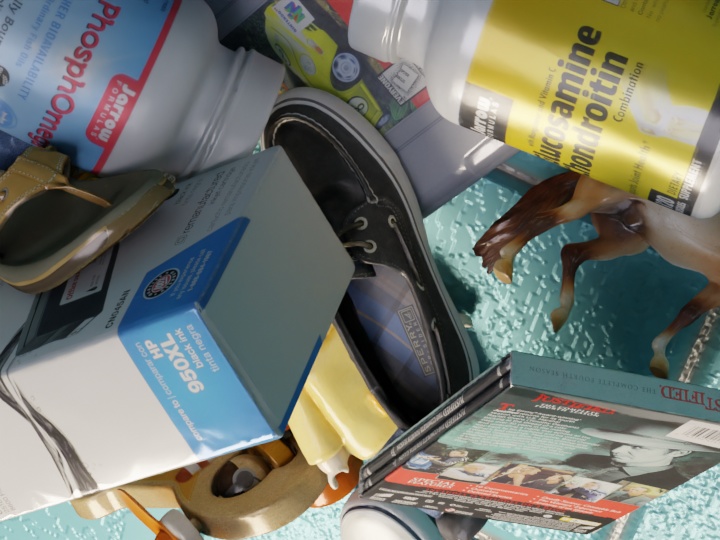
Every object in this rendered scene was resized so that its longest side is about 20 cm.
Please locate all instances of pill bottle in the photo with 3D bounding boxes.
[{"bbox_3d":[-0.145,-0.113,1.082,0.199,0.109,0.109,25,129,-10],"label":"pill bottle"},{"bbox_3d":[0.100,-0.110,1.012,0.199,0.112,0.113,22,127,9],"label":"pill bottle"}]

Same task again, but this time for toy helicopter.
[{"bbox_3d":[-0.104,0.135,1.261,0.199,0.133,0.079,-7,127,36],"label":"toy helicopter"}]

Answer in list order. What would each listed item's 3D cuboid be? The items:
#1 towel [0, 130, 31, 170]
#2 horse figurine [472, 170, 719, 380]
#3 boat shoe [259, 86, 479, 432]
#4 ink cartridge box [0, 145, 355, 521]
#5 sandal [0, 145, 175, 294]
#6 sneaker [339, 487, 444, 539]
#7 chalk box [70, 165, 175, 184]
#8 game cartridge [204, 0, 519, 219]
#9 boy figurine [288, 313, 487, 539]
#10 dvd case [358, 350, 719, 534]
[{"bbox_3d":[-0.234,-0.093,1.207,0.199,0.048,0.113,-20,70,31],"label":"towel"},{"bbox_3d":[0.154,-0.011,1.062,0.199,0.133,0.050,22,145,29],"label":"horse figurine"},{"bbox_3d":[0.000,0.000,1.108,0.069,0.066,0.201,-20,102,21],"label":"boat shoe"},{"bbox_3d":[-0.120,0.035,1.043,0.199,0.145,0.085,-19,117,27],"label":"ink cartridge box"},{"bbox_3d":[-0.169,-0.035,1.060,0.199,0.080,0.054,8,138,54],"label":"sandal"},{"bbox_3d":[0.026,0.229,1.292,0.072,0.071,0.201,-3,118,28],"label":"sneaker"},{"bbox_3d":[-0.187,0.005,1.225,0.199,0.125,0.124,-13,113,31],"label":"chalk box"},{"bbox_3d":[-0.012,-0.115,1.120,0.200,0.041,0.133,48,132,-8],"label":"game cartridge"},{"bbox_3d":[0.009,0.060,1.186,0.124,0.064,0.200,-44,104,3],"label":"boy figurine"},{"bbox_3d":[0.100,0.094,1.082,0.145,0.022,0.200,11,156,-18],"label":"dvd case"}]
